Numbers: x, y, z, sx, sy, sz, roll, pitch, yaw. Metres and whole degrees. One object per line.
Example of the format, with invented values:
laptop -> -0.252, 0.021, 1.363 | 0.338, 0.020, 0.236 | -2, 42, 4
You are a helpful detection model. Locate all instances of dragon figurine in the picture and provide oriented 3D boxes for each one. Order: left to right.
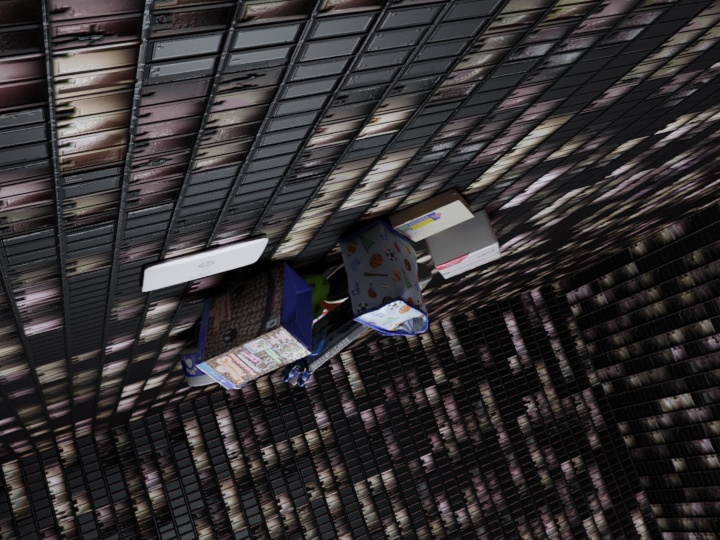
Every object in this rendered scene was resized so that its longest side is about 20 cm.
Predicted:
dragon figurine -> -0.104, 0.127, 1.472 | 0.099, 0.201, 0.059 | 7, 151, 44

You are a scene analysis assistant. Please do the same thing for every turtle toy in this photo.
turtle toy -> -0.145, 0.074, 1.589 | 0.198, 0.101, 0.146 | -25, -150, 19

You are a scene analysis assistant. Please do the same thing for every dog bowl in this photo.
dog bowl -> -0.322, 0.194, 1.806 | 0.198, 0.080, 0.200 | -18, -172, 3

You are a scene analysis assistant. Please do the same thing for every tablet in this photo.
tablet -> -0.251, -0.009, 1.238 | 0.198, 0.014, 0.130 | -17, 169, -22

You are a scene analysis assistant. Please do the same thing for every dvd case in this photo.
dvd case -> -0.072, 0.134, 1.545 | 0.199, 0.025, 0.150 | -38, -160, 0

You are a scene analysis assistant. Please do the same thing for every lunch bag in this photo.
lunch bag -> 0.055, 0.025, 1.451 | 0.123, 0.172, 0.199 | -22, 156, 25

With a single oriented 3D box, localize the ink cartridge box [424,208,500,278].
ink cartridge box -> 0.231, -0.055, 1.719 | 0.143, 0.085, 0.200 | -22, 169, 9

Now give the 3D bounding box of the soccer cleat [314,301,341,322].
soccer cleat -> -0.105, 0.090, 1.706 | 0.199, 0.077, 0.067 | -3, -135, 42

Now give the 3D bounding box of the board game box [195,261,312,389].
board game box -> -0.197, 0.103, 1.448 | 0.199, 0.161, 0.097 | -25, 133, 22

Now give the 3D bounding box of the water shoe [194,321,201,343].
water shoe -> -0.295, 0.117, 1.666 | 0.078, 0.072, 0.199 | -16, 180, -34

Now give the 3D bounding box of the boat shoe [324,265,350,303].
boat shoe -> 0.000, 0.000, 1.615 | 0.198, 0.072, 0.065 | -27, 160, 1

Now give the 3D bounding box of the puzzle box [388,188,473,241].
puzzle box -> 0.140, -0.103, 1.469 | 0.132, 0.026, 0.200 | -22, 169, 13

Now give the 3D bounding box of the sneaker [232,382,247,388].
sneaker -> -0.226, 0.169, 1.691 | 0.079, 0.202, 0.078 | 13, 166, 33

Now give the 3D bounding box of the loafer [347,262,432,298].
loafer -> 0.060, 0.040, 1.582 | 0.198, 0.075, 0.070 | -11, 138, -30
